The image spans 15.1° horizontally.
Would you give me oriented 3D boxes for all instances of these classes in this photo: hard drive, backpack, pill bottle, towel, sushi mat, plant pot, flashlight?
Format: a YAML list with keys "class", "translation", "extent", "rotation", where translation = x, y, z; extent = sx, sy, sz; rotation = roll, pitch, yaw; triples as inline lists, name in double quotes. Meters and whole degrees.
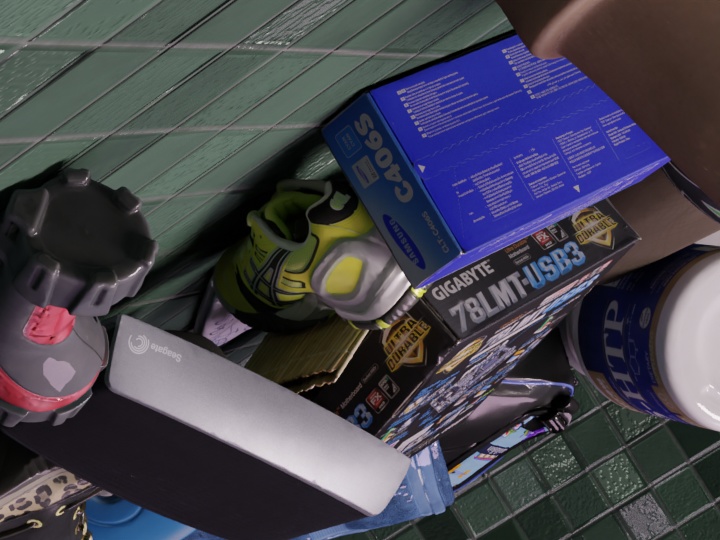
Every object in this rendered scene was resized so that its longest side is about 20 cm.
- class: "hard drive"
  translation: [-0.087, 0.090, 1.425]
  extent: [0.200, 0.042, 0.135]
  rotation: [29, 147, -33]
- class: "backpack"
  translation: [0.027, 0.082, 1.878]
  extent: [0.182, 0.135, 0.200]
  rotation: [8, 145, -30]
- class: "pill bottle"
  translation: [0.211, 0.040, 1.820]
  extent: [0.120, 0.120, 0.200]
  rotation: [-30, -167, -17]
- class: "towel"
  translation: [-0.042, 0.145, 1.776]
  extent: [0.199, 0.049, 0.112]
  rotation: [-13, 147, 2]
- class: "sushi mat"
  translation: [0.000, 0.000, 1.476]
  extent: [0.096, 0.012, 0.200]
  rotation: [-19, -152, 46]
- class: "plant pot"
  translation: [0.185, -0.111, 1.221]
  extent: [0.200, 0.175, 0.200]
  rotation: [-32, 174, -4]
- class: "flashlight"
  translation: [-0.129, 0.015, 1.171]
  extent: [0.068, 0.068, 0.200]
  rotation: [-28, 173, -23]

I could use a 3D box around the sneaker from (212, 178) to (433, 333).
- class: "sneaker"
  translation: [-0.028, -0.016, 1.427]
  extent: [0.075, 0.076, 0.200]
  rotation: [-50, -161, -23]

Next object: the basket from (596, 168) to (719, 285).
- class: "basket"
  translation: [0.190, -0.076, 1.700]
  extent: [0.180, 0.136, 0.200]
  rotation: [-25, 174, -38]

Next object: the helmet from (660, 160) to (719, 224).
- class: "helmet"
  translation: [0.256, -0.102, 1.508]
  extent: [0.200, 0.200, 0.191]
  rotation: [-24, 168, -48]

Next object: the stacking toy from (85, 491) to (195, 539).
- class: "stacking toy"
  translation: [-0.122, 0.094, 1.709]
  extent: [0.110, 0.116, 0.200]
  rotation: [-32, -175, 26]

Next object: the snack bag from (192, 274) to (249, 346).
- class: "snack bag"
  translation: [-0.013, -0.018, 1.656]
  extent: [0.200, 0.021, 0.189]
  rotation: [-30, 173, -12]

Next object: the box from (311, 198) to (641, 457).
- class: "box"
  translation: [0.047, 0.052, 1.585]
  extent: [0.200, 0.050, 0.199]
  rotation: [-29, 163, -49]

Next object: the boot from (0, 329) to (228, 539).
- class: "boot"
  translation: [-0.164, 0.113, 1.564]
  extent: [0.203, 0.074, 0.154]
  rotation: [-24, 157, -7]

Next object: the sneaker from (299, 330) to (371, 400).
- class: "sneaker"
  translation: [-0.029, 0.039, 1.602]
  extent: [0.114, 0.076, 0.199]
  rotation: [-24, 166, -40]

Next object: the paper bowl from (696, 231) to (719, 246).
- class: "paper bowl"
  translation: [0.267, -0.065, 1.925]
  extent: [0.104, 0.201, 0.201]
  rotation: [9, 158, -17]

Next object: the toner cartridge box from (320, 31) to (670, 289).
- class: "toner cartridge box"
  translation: [0.077, -0.068, 1.388]
  extent: [0.200, 0.095, 0.043]
  rotation: [-24, 170, -45]
